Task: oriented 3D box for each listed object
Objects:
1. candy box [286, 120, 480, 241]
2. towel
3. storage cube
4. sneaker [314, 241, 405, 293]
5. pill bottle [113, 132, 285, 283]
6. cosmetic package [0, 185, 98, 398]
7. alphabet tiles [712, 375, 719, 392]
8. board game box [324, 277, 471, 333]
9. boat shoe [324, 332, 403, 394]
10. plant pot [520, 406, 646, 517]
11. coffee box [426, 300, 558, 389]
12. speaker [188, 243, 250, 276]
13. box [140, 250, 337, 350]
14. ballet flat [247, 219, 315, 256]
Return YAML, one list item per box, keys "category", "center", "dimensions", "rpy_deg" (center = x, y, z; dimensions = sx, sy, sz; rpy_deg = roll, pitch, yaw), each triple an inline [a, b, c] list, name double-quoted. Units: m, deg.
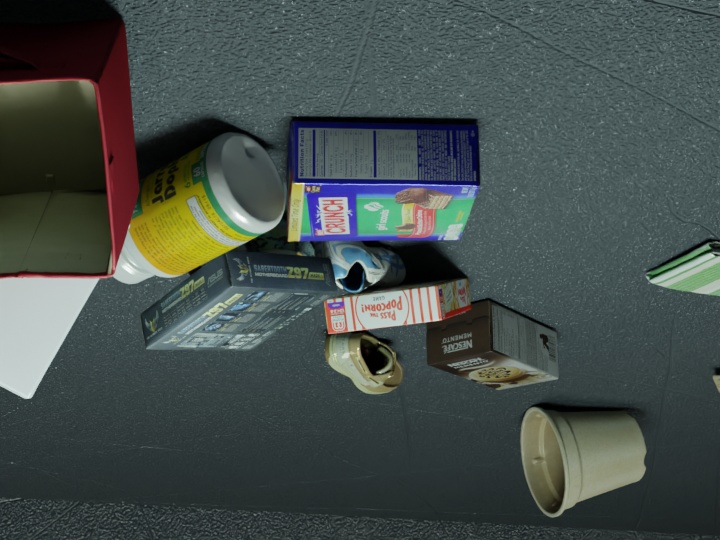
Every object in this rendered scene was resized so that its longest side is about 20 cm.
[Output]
- category: "candy box"
  center: [0.020, -0.093, 1.575]
  dimensions: [0.198, 0.078, 0.169]
  rpy_deg: [1, 161, -3]
- category: "towel"
  center: [0.503, 0.002, 1.963]
  dimensions: [0.198, 0.024, 0.152]
  rpy_deg: [6, 160, -25]
- category: "storage cube"
  center: [-0.288, -0.110, 1.259]
  dimensions: [0.169, 0.202, 0.180]
  rpy_deg: [-2, -155, 0]
- category: "sneaker"
  center: [0.000, 0.000, 1.837]
  dimensions: [0.071, 0.073, 0.200]
  rpy_deg: [-11, 165, 24]
- category: "pill bottle"
  center: [-0.188, -0.060, 1.564]
  dimensions: [0.199, 0.114, 0.112]
  rpy_deg: [-25, 151, 31]
- category: "cosmetic package"
  center: [-0.345, -0.003, 1.484]
  dimensions: [0.122, 0.200, 0.200]
  rpy_deg: [31, 179, -21]
- category: "alphabet tiles"
  center: [0.707, 0.192, 2.488]
  dimensions: [0.198, 0.008, 0.167]
  rpy_deg: [-3, 166, 17]
- category: "board game box"
  center: [0.052, 0.044, 1.914]
  dimensions: [0.150, 0.047, 0.200]
  rpy_deg: [-7, -179, 16]
- category: "boat shoe"
  center: [0.020, 0.144, 2.249]
  dimensions: [0.066, 0.075, 0.200]
  rpy_deg: [-6, 161, 30]
- category: "plant pot"
  center: [0.416, 0.336, 2.687]
  dimensions: [0.182, 0.202, 0.201]
  rpy_deg: [-8, 163, -17]
- category: "coffee box"
  center: [0.196, 0.114, 2.166]
  dimensions: [0.112, 0.081, 0.199]
  rpy_deg: [-14, 157, 34]
- category: "speaker"
  center: [-0.179, -0.030, 1.736]
  dimensions: [0.080, 0.082, 0.200]
  rpy_deg: [-3, 161, 5]
- category: "box"
  center: [-0.147, 0.039, 1.750]
  dimensions: [0.157, 0.051, 0.200]
  rpy_deg: [2, 155, -39]
- category: "ballet flat"
  center: [-0.088, -0.009, 1.819]
  dimensions: [0.074, 0.075, 0.200]
  rpy_deg: [-9, 159, 21]
